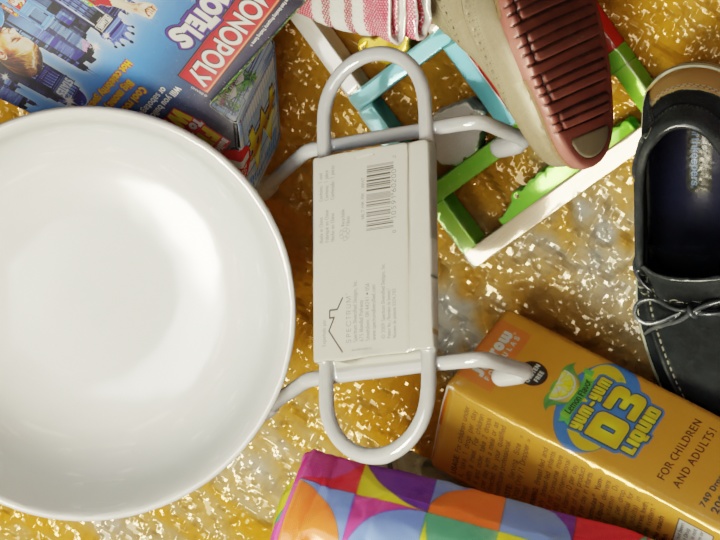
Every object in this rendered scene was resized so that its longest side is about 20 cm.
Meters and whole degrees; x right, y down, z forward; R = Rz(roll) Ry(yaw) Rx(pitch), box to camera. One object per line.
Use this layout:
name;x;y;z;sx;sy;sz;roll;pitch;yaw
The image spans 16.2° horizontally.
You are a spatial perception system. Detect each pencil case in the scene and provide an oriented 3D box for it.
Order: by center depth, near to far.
pencil case;0.053;0.149;1.198;0.199;0.088;0.089;17;110;5

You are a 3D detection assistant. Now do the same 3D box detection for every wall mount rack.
wall mount rack;0.000;0.000;1.231;0.173;0.074;0.201;-8;75;33

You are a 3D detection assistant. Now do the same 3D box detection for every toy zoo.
toy zoo;0.048;-0.117;1.252;0.131;0.020;0.200;-35;92;23

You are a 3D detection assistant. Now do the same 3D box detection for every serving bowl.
serving bowl;-0.132;0.016;1.233;0.199;0.066;0.201;-1;101;-5

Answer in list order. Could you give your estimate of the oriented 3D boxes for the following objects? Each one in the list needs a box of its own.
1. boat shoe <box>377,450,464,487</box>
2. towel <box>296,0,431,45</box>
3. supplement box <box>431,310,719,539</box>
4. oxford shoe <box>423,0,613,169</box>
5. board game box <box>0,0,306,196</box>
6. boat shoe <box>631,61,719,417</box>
boat shoe;0.094;0.151;1.283;0.086;0.075;0.202;-42;92;24
towel;-0.039;-0.199;1.212;0.200;0.030;0.147;23;121;41
supplement box;0.136;0.100;1.239;0.199;0.067;0.069;25;141;18
oxford shoe;0.057;-0.135;1.203;0.075;0.070;0.201;-25;86;38
board game box;-0.103;-0.125;1.214;0.199;0.062;0.200;33;140;-14
boat shoe;0.163;0.001;1.215;0.074;0.062;0.201;0;117;17
